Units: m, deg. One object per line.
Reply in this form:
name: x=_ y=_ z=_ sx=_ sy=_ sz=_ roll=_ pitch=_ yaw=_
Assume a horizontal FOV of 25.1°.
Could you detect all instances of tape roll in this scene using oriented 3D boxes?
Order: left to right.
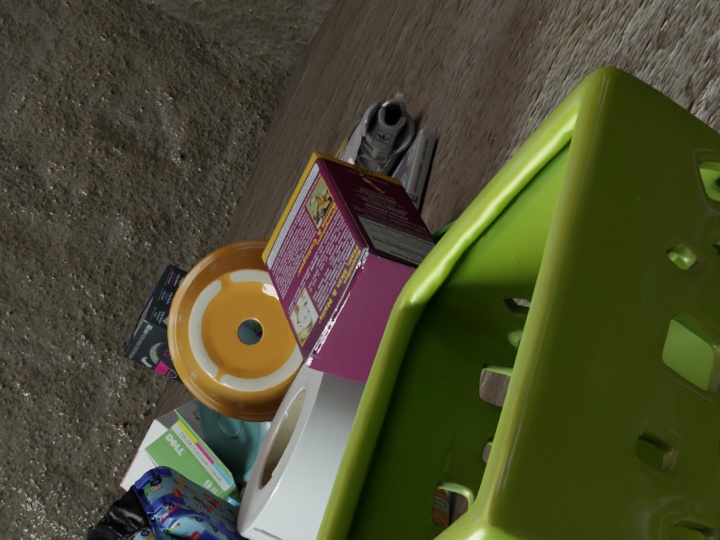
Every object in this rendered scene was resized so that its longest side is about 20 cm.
tape roll: x=-0.046 y=0.174 z=1.543 sx=0.203 sy=0.071 sz=0.203 roll=-61 pitch=10 yaw=19

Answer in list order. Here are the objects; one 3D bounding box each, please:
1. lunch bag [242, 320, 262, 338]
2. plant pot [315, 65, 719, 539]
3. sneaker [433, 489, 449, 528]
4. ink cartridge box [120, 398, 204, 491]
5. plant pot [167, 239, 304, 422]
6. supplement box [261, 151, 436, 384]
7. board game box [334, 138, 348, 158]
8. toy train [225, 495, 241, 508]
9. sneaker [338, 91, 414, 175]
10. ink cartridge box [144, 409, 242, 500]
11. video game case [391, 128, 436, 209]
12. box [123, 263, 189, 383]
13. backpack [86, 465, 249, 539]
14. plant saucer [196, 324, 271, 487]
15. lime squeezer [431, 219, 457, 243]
lunch bag: x=-0.098 y=0.045 z=2.046 sx=0.200 sy=0.127 sz=0.170 roll=-49 pitch=8 yaw=-7
plant pot: x=0.104 y=0.078 z=0.612 sx=0.200 sy=0.181 sz=0.199 roll=-52 pitch=15 yaw=55
sneaker: x=0.006 y=0.217 z=1.126 sx=0.088 sy=0.076 sz=0.200 roll=-56 pitch=12 yaw=43
ink cartridge box: x=-0.221 y=0.233 z=2.152 sx=0.117 sy=0.067 sz=0.200 roll=-60 pitch=-16 yaw=23
plant pot: x=-0.111 y=0.063 z=1.702 sx=0.183 sy=0.200 sz=0.200 roll=77 pitch=-142 yaw=-87
supplement box: x=-0.004 y=-0.003 z=1.510 sx=0.131 sy=0.103 sz=0.200 roll=-61 pitch=28 yaw=22
board game box: x=-0.053 y=-0.061 z=2.246 sx=0.200 sy=0.057 sz=0.166 roll=-53 pitch=13 yaw=53
toy train: x=-0.168 y=0.359 z=1.817 sx=0.200 sy=0.056 sz=0.150 roll=-63 pitch=7 yaw=-4
sneaker: x=0.006 y=-0.135 z=2.040 sx=0.200 sy=0.075 sz=0.115 roll=-65 pitch=6 yaw=-23
ink cartridge box: x=-0.196 y=0.241 z=1.901 sx=0.059 sy=0.104 sz=0.200 roll=-39 pitch=-15 yaw=-12
video game case: x=0.024 y=-0.041 z=1.863 sx=0.200 sy=0.023 sz=0.182 roll=-56 pitch=13 yaw=42
box: x=-0.213 y=0.097 z=2.268 sx=0.122 sy=0.200 sz=0.106 roll=-52 pitch=16 yaw=54
backpack: x=-0.159 y=0.303 z=1.537 sx=0.135 sy=0.182 sz=0.200 roll=-51 pitch=26 yaw=3
plant saucer: x=-0.146 y=0.163 z=1.898 sx=0.200 sy=0.027 sz=0.201 roll=19 pitch=114 yaw=54
lime squeezer: x=0.055 y=-0.002 z=1.542 sx=0.200 sy=0.038 sz=0.071 roll=-57 pitch=10 yaw=32
